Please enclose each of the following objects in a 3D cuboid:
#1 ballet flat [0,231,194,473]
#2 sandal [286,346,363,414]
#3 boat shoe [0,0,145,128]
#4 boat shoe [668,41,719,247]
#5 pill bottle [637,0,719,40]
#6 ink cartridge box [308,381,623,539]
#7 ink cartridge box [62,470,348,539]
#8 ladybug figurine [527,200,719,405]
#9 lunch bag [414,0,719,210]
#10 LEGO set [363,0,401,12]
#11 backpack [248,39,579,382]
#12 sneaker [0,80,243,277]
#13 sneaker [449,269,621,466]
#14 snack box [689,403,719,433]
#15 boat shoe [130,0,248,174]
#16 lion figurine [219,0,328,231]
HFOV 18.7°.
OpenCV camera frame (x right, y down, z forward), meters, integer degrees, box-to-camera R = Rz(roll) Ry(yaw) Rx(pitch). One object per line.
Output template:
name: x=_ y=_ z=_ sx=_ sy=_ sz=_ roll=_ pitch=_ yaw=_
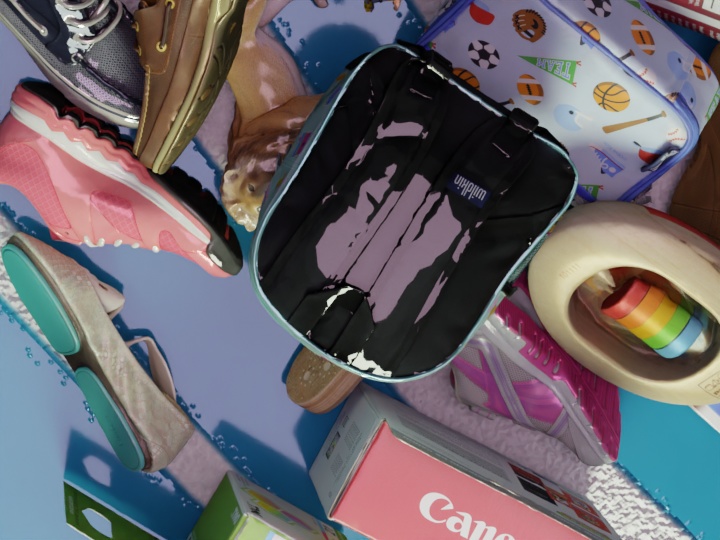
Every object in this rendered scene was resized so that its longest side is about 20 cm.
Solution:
ballet flat: x=-0.183 y=0.050 z=1.550 sx=0.062 sy=0.067 sz=0.200 roll=-36 pitch=106 yaw=-29
sandal: x=0.003 y=0.002 z=1.540 sx=0.070 sy=0.078 sz=0.212 roll=31 pitch=99 yaw=-37
boat shoe: x=-0.193 y=-0.179 z=1.480 sx=0.200 sy=0.093 sz=0.075 roll=40 pitch=65 yaw=-11
boat shoe: x=0.276 y=-0.069 z=1.576 sx=0.069 sy=0.071 sz=0.201 roll=-3 pitch=114 yaw=-36
pill bottle: x=0.255 y=-0.214 z=1.497 sx=0.199 sy=0.113 sz=0.113 roll=23 pitch=96 yaw=13
ink cartridge box: x=0.075 y=0.172 z=1.532 sx=0.200 sy=0.176 sz=0.084 roll=28 pitch=94 yaw=-10
ink cartridge box: x=-0.103 y=0.183 z=1.525 sx=0.200 sy=0.148 sz=0.076 roll=32 pitch=91 yaw=-10
ladybug figurine: x=0.205 y=0.018 z=1.531 sx=0.200 sy=0.072 sz=0.136 roll=38 pitch=125 yaw=-21
lunch bag: x=0.140 y=-0.127 z=1.517 sx=0.200 sy=0.076 sz=0.160 roll=42 pitch=137 yaw=-9
LEGO set: x=-0.013 y=-0.246 z=1.457 sx=0.115 sy=0.200 sz=0.154 roll=-11 pitch=113 yaw=2
backpack: x=0.020 y=-0.028 z=1.440 sx=0.176 sy=0.153 sz=0.200 roll=33 pitch=80 yaw=-9
sneaker: x=-0.174 y=-0.046 z=1.532 sx=0.200 sy=0.074 sz=0.087 roll=36 pitch=103 yaw=-4
sneaker: x=0.115 y=0.071 z=1.577 sx=0.088 sy=0.081 sz=0.200 roll=-26 pitch=118 yaw=32
snack box: x=0.308 y=0.024 z=1.615 sx=0.072 sy=0.024 sz=0.200 roll=41 pitch=91 yaw=-12
boat shoe: x=-0.117 y=-0.161 z=1.460 sx=0.067 sy=0.072 sz=0.201 roll=24 pitch=116 yaw=6
lion figurine: x=-0.068 y=-0.137 z=1.531 sx=0.122 sy=0.072 sz=0.201 roll=-23 pitch=86 yaw=5
